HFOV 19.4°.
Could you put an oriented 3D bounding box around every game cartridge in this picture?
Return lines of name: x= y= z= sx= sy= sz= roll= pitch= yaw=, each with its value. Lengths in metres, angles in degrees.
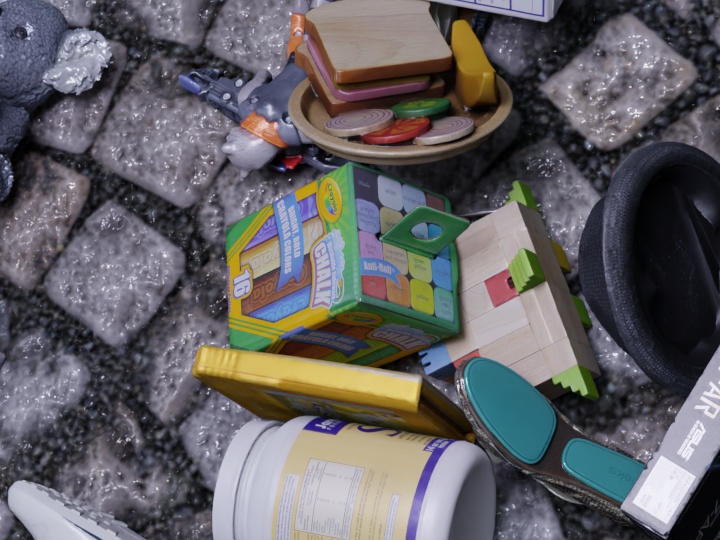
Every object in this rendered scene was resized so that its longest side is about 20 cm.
game cartridge: x=-0.021 y=0.105 z=1.704 sx=0.198 sy=0.176 sz=0.033 roll=6 pitch=76 yaw=20

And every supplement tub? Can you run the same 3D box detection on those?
supplement tub: x=-0.004 y=0.196 z=1.687 sx=0.198 sy=0.145 sz=0.147 roll=8 pitch=77 yaw=21

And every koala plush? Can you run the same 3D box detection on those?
koala plush: x=-0.339 y=-0.172 z=1.921 sx=0.176 sy=0.185 sz=0.200 roll=24 pitch=61 yaw=35

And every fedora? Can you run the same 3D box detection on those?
fedora: x=0.236 y=0.001 z=1.684 sx=0.091 sy=0.199 sz=0.203 roll=-10 pitch=67 yaw=53

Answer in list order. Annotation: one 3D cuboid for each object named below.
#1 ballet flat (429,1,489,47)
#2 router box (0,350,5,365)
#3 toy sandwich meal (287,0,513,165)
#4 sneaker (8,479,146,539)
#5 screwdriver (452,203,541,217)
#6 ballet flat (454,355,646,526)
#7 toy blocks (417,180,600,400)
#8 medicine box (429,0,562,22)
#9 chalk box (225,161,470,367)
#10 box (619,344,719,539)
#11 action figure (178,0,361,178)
ballet flat: x=0.079 y=-0.234 z=1.831 sx=0.074 sy=0.074 sz=0.202 roll=7 pitch=76 yaw=20
router box: x=-0.445 y=0.121 z=1.909 sx=0.178 sy=0.049 sz=0.201 roll=26 pitch=84 yaw=23
toy sandwich meal: x=0.031 y=-0.157 z=1.710 sx=0.203 sy=0.071 sz=0.206 roll=-2 pitch=31 yaw=1
sneaker: x=-0.231 y=0.248 z=1.791 sx=0.199 sy=0.076 sz=0.081 roll=30 pitch=94 yaw=25
screwdriver: x=0.058 y=-0.046 z=1.806 sx=0.198 sy=0.028 sz=0.029 roll=-11 pitch=42 yaw=13
ballet flat: x=0.147 y=0.144 z=1.665 sx=0.199 sy=0.075 sz=0.068 roll=33 pitch=60 yaw=-5
toy blocks: x=0.106 y=0.044 z=1.736 sx=0.136 sy=0.100 sz=0.202 roll=-28 pitch=66 yaw=21
medicine box: x=0.095 y=-0.316 z=1.781 sx=0.198 sy=0.104 sz=0.183 roll=14 pitch=45 yaw=17
chalk box: x=0.000 y=0.000 z=1.713 sx=0.199 sy=0.124 sz=0.125 roll=-24 pitch=60 yaw=41
box: x=0.280 y=0.123 z=1.607 sx=0.043 sy=0.160 sz=0.201 roll=30 pitch=84 yaw=25
action figure: x=-0.073 y=-0.173 z=1.848 sx=0.199 sy=0.105 sz=0.195 roll=21 pitch=72 yaw=20
